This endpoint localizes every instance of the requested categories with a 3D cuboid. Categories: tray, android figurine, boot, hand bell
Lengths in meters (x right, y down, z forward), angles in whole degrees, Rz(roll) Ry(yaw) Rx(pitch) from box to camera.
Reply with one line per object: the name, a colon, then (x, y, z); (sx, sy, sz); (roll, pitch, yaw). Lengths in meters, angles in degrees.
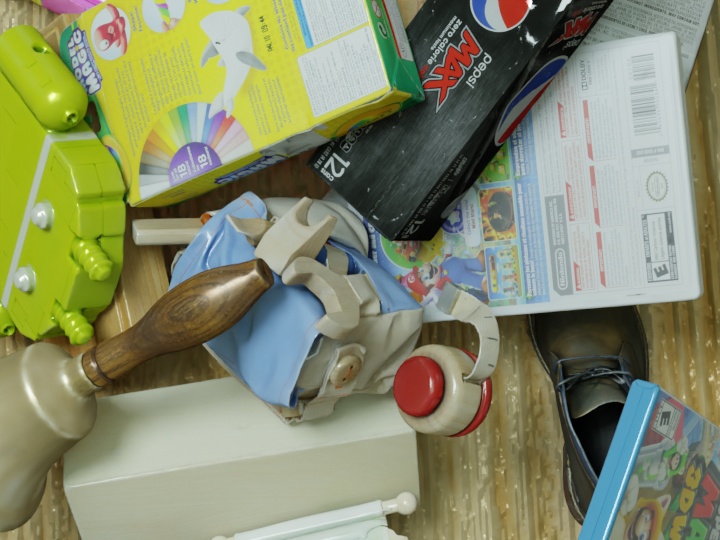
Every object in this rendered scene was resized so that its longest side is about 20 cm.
tray: (-0.169, -0.040, 0.836); (0.037, 0.098, 0.202); (-6, 79, -43)
android figurine: (-0.195, -0.043, 0.806); (0.041, 0.183, 0.200); (-7, 46, -39)
boot: (0.146, 0.056, 0.832); (0.074, 0.097, 0.202); (-10, 82, -2)
hand bell: (-0.128, 0.047, 0.717); (0.199, 0.104, 0.105); (-29, 83, 21)

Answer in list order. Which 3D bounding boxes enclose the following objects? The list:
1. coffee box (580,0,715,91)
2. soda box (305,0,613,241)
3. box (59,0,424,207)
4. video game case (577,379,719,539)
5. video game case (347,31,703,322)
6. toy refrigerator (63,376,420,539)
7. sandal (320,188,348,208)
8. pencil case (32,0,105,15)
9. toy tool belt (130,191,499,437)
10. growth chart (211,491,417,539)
coffee box: (0.169, -0.158, 0.857); (0.079, 0.114, 0.202); (19, 80, 2)
soda box: (0.062, -0.112, 0.750); (0.071, 0.063, 0.201); (42, 107, 16)
box: (-0.072, -0.111, 0.756); (0.199, 0.048, 0.118); (-19, 81, 25)
video game case: (0.180, 0.158, 0.785); (0.018, 0.200, 0.144); (13, 78, 41)
video game case: (0.086, -0.047, 0.786); (0.198, 0.018, 0.145); (-6, 89, 23)
toy refrigerator: (-0.069, 0.107, 0.820); (0.198, 0.076, 0.070); (-10, 45, -3)
sandal: (-0.004, -0.006, 0.864); (0.202, 0.050, 0.083); (-38, 70, 6)
pencil case: (-0.150, -0.180, 0.865); (0.199, 0.088, 0.089); (23, 82, 2)
toy tool belt: (-0.034, 0.025, 0.745); (0.200, 0.122, 0.126); (35, 106, 42)
growth chart: (-0.032, 0.219, 0.755); (0.143, 0.018, 0.201); (-9, 53, 7)
